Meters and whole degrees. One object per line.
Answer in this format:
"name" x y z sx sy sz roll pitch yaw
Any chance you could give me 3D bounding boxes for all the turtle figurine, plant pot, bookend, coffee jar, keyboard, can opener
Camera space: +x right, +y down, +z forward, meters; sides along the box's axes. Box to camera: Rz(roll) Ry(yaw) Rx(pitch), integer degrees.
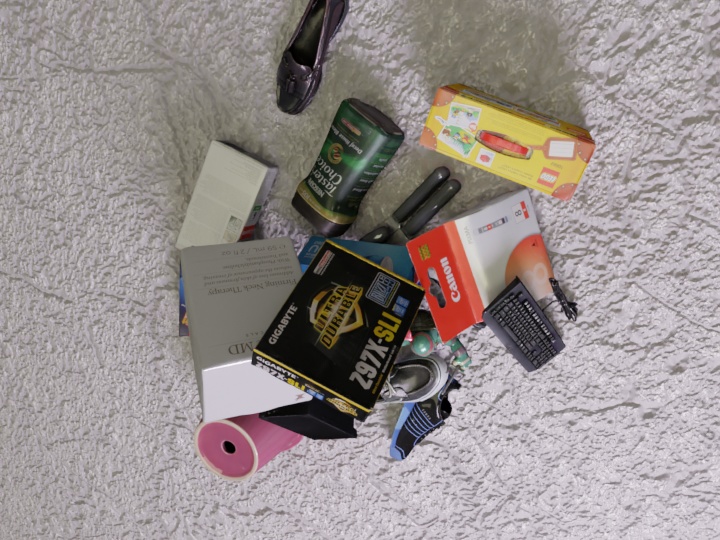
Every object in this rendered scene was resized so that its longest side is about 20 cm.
"turtle figurine" 0.096 0.106 0.840 0.149 0.200 0.101 9 104 9
"plant pot" -0.204 0.277 1.026 0.199 0.179 0.201 7 111 18
"bookend" -0.080 0.179 0.981 0.092 0.199 0.201 -8 62 21
"coffee jar" -0.025 -0.151 0.852 0.104 0.085 0.200 43 118 20
"keyboard" 0.260 0.071 0.812 0.127 0.021 0.200 -46 131 1
"can opener" 0.071 -0.077 0.863 0.200 0.066 0.053 -43 79 28

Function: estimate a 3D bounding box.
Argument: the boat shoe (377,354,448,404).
"boat shoe" 0.053 0.192 0.920 0.200 0.071 0.072 -29 70 37

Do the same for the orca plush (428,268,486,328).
"orca plush" 0.165 0.049 0.874 0.199 0.106 0.071 18 149 0

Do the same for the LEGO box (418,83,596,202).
"LEGO box" 0.195 -0.176 0.735 0.199 0.149 0.077 24 115 10

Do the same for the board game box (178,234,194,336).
"board game box" -0.254 0.052 1.023 0.199 0.062 0.200 26 114 7

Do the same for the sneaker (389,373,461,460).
"sneaker" 0.111 0.261 0.971 0.078 0.070 0.201 24 114 18

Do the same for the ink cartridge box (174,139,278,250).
"ink cartridge box" -0.230 -0.108 0.947 0.109 0.050 0.201 28 106 8

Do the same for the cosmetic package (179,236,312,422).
"cosmetic package" -0.163 0.084 0.814 0.167 0.200 0.167 -8 144 -20

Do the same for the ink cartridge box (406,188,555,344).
"ink cartridge box" 0.178 -0.008 0.790 0.050 0.200 0.163 2 116 61

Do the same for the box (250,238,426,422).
"box" -0.022 0.071 0.720 0.159 0.200 0.049 28 143 3

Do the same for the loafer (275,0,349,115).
"loafer" -0.085 -0.326 0.825 0.072 0.063 0.200 32 116 6

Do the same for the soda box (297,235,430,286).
"soda box" 0.000 0.000 0.852 0.199 0.068 0.064 8 138 30
